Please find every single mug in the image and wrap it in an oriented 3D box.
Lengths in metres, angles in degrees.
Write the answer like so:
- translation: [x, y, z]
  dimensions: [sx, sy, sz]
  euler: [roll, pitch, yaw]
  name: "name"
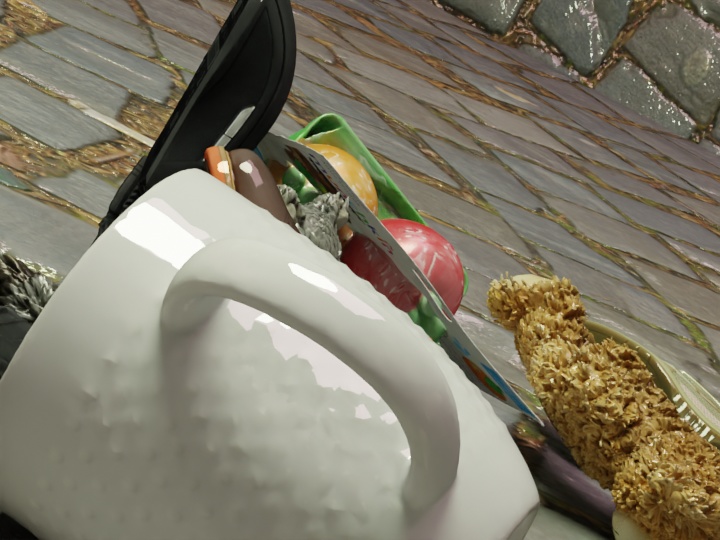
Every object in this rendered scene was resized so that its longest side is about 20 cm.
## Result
- translation: [-0.026, 0.058, 0.860]
  dimensions: [0.175, 0.148, 0.200]
  euler: [34, -30, 10]
  name: "mug"

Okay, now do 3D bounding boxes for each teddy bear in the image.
- translation: [0.128, 0.082, 1.260]
  dimensions: [0.200, 0.067, 0.145]
  euler: [54, -7, 21]
  name: "teddy bear"

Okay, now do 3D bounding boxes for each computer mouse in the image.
- translation: [-0.083, -0.062, 1.237]
  dimensions: [0.046, 0.201, 0.140]
  euler: [30, 5, -9]
  name: "computer mouse"

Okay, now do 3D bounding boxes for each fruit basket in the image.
- translation: [0.000, 0.000, 1.254]
  dimensions: [0.185, 0.094, 0.200]
  euler: [51, -3, -21]
  name: "fruit basket"

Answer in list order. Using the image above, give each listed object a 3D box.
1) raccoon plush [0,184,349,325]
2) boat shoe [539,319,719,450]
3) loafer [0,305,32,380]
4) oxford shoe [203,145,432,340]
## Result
- translation: [-0.100, -0.005, 1.079]
  dimensions: [0.199, 0.135, 0.097]
  euler: [26, 14, 6]
  name: "raccoon plush"
- translation: [0.181, 0.099, 1.353]
  dimensions: [0.200, 0.073, 0.063]
  euler: [34, 5, 31]
  name: "boat shoe"
- translation: [-0.159, 0.045, 0.914]
  dimensions: [0.070, 0.068, 0.200]
  euler: [36, 7, 12]
  name: "loafer"
- translation: [-0.007, 0.033, 1.000]
  dimensions: [0.071, 0.072, 0.201]
  euler: [-141, -153, -80]
  name: "oxford shoe"
